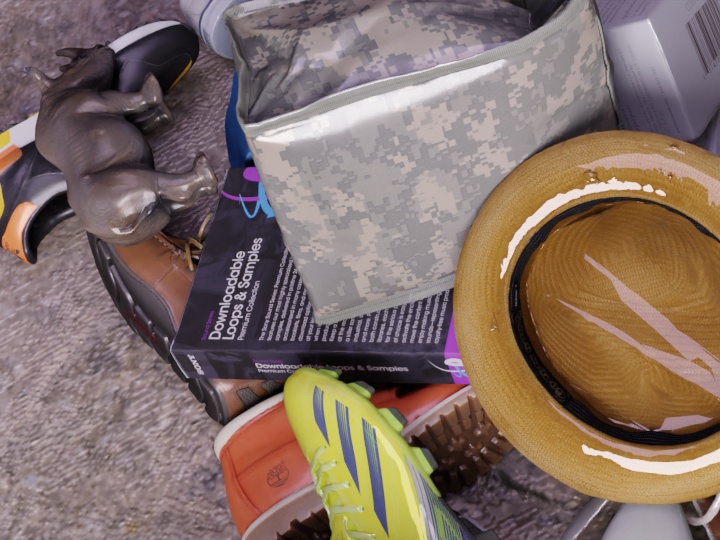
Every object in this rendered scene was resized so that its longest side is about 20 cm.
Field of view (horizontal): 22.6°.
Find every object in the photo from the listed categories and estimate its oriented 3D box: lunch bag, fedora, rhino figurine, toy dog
[{"bbox_3d":[0.044,-0.082,0.977,0.200,0.164,0.118,-15,46,4],"label":"lunch bag"},{"bbox_3d":[0.150,0.023,0.947,0.200,0.082,0.201,1,94,19],"label":"fedora"},{"bbox_3d":[-0.163,-0.089,1.150,0.087,0.060,0.200,-29,48,-7],"label":"rhino figurine"},{"bbox_3d":[0.159,0.157,0.960,0.132,0.096,0.200,18,51,30],"label":"toy dog"}]

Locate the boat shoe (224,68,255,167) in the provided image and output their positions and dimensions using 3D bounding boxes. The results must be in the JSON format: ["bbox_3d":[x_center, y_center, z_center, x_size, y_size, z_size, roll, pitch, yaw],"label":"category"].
[{"bbox_3d":[-0.041,-0.106,1.119,0.069,0.200,0.084,-9,86,-13],"label":"boat shoe"}]

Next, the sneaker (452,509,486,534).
[{"bbox_3d":[0.012,0.183,0.995,0.200,0.075,0.116,7,56,11],"label":"sneaker"}]

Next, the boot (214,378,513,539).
[{"bbox_3d":[0.007,0.089,1.051,0.200,0.075,0.107,-29,49,0],"label":"boot"}]

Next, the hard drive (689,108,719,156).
[{"bbox_3d":[0.122,-0.023,1.072,0.200,0.025,0.132,-11,54,34],"label":"hard drive"}]

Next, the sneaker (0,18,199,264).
[{"bbox_3d":[-0.176,-0.084,1.231,0.200,0.070,0.090,-39,70,-8],"label":"sneaker"}]

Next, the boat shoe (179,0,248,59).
[{"bbox_3d":[-0.051,-0.243,1.285,0.202,0.075,0.086,-46,53,-1],"label":"boat shoe"}]

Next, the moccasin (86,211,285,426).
[{"bbox_3d":[-0.110,0.010,1.139,0.078,0.074,0.201,-31,49,-20],"label":"moccasin"}]

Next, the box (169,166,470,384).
[{"bbox_3d":[0.000,0.000,1.056,0.200,0.036,0.143,1,52,18],"label":"box"}]

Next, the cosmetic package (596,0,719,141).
[{"bbox_3d":[0.123,-0.122,1.079,0.200,0.081,0.113,-8,27,42],"label":"cosmetic package"}]

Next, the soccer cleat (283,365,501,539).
[{"bbox_3d":[0.009,0.132,0.943,0.084,0.065,0.200,-35,63,-12],"label":"soccer cleat"}]
